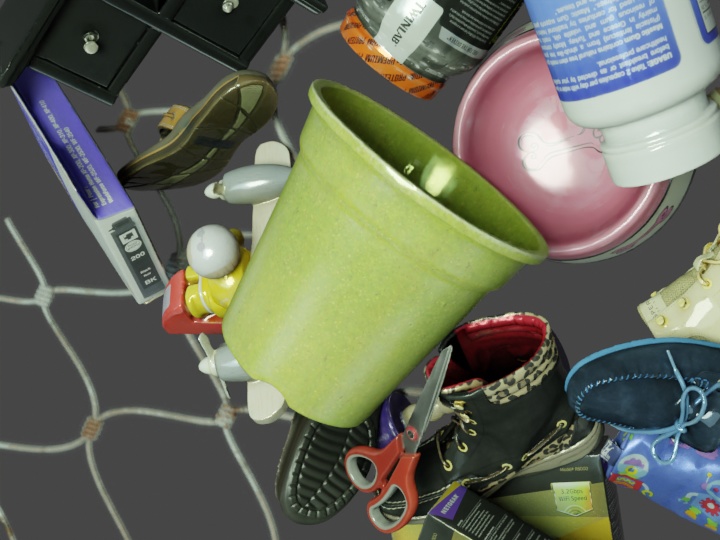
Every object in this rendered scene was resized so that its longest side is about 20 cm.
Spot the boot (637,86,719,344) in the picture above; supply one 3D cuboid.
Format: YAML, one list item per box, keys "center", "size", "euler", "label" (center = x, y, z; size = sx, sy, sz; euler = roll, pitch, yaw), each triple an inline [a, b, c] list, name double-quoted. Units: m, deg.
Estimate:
- center: [0.266, -0.016, 0.768]
  size: [0.155, 0.073, 0.201]
  euler: [-34, 101, 26]
  label: "boot"

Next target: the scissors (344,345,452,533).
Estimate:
- center: [0.041, 0.131, 0.766]
  size: [0.074, 0.014, 0.201]
  euler: [56, 140, 18]
  label: "scissors"

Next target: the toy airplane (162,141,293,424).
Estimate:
- center: [-0.083, 0.002, 0.882]
  size: [0.199, 0.141, 0.201]
  euler: [36, 92, 44]
  label: "toy airplane"

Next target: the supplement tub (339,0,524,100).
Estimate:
- center: [0.077, -0.240, 0.792]
  size: [0.122, 0.122, 0.201]
  euler: [42, 112, 11]
  label: "supplement tub"

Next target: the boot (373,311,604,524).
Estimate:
- center: [0.081, 0.116, 0.800]
  size: [0.197, 0.151, 0.074]
  euler: [-21, 47, 10]
  label: "boot"

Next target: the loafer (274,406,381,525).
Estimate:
- center: [-0.023, 0.123, 0.898]
  size: [0.073, 0.202, 0.071]
  euler: [34, 154, -24]
  label: "loafer"

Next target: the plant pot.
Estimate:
- center: [0.000, 0.000, 0.736]
  size: [0.200, 0.200, 0.185]
  euler: [40, 107, 12]
  label: "plant pot"

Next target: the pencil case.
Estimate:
- center: [0.285, 0.161, 0.793]
  size: [0.197, 0.078, 0.088]
  euler: [24, 141, 17]
  label: "pencil case"

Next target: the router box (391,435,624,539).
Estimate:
- center: [0.126, 0.231, 0.892]
  size: [0.197, 0.052, 0.160]
  euler: [-8, 96, 25]
  label: "router box"

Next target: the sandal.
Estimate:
- center: [-0.149, -0.129, 0.930]
  size: [0.199, 0.081, 0.055]
  euler: [-36, 60, 41]
  label: "sandal"

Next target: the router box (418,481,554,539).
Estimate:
- center: [0.100, 0.285, 0.784]
  size: [0.156, 0.052, 0.203]
  euler: [26, 119, 20]
  label: "router box"

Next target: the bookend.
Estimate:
- center: [-0.169, -0.213, 0.859]
  size: [0.200, 0.197, 0.093]
  euler: [-46, 43, 25]
  label: "bookend"

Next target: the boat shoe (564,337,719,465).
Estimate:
- center: [0.247, 0.092, 0.738]
  size: [0.196, 0.069, 0.085]
  euler: [-2, 136, -3]
  label: "boat shoe"

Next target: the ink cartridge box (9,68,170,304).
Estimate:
- center: [-0.246, -0.093, 0.909]
  size: [0.043, 0.201, 0.199]
  euler: [-32, 65, -12]
  label: "ink cartridge box"

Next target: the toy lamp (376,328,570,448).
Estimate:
- center: [0.080, 0.108, 0.889]
  size: [0.198, 0.058, 0.059]
  euler: [-31, 87, 24]
  label: "toy lamp"

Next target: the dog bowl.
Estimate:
- center: [0.159, -0.100, 0.807]
  size: [0.197, 0.074, 0.204]
  euler: [5, 102, 23]
  label: "dog bowl"

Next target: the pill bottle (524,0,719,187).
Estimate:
- center: [0.171, -0.163, 0.682]
  size: [0.110, 0.112, 0.203]
  euler: [-16, 105, 25]
  label: "pill bottle"
